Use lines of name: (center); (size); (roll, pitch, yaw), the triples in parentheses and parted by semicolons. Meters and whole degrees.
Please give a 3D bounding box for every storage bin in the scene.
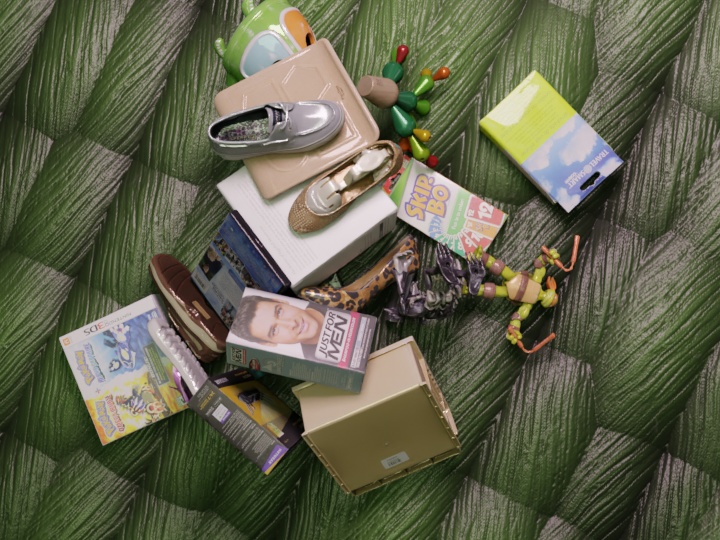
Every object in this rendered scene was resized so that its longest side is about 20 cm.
storage bin: (0.032, 0.232, 1.198); (0.200, 0.094, 0.199); (-24, 129, 6)

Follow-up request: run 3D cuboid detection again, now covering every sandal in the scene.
sandal: (-0.285, 0.168, 1.255); (0.050, 0.082, 0.203); (-33, 89, 4)

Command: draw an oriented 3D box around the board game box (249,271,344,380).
board game box: (-0.112, 0.078, 1.294); (0.200, 0.028, 0.136); (-25, 86, 7)

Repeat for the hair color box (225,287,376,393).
hair color box: (-0.085, 0.100, 1.134); (0.199, 0.061, 0.099); (12, 52, 2)

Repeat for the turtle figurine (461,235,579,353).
turtle figurine: (0.248, 0.016, 1.228); (0.161, 0.064, 0.200); (21, 102, -2)

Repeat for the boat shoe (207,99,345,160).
boat shoe: (-0.122, -0.205, 1.120); (0.200, 0.072, 0.070); (-13, 80, 4)

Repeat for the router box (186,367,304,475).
router box: (-0.165, 0.226, 1.211); (0.157, 0.200, 0.052); (39, 92, 6)

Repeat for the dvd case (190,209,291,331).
dvd case: (-0.191, 0.015, 1.218); (0.143, 0.018, 0.200); (52, 138, 8)

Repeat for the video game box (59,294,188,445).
video game box: (-0.386, 0.166, 1.320); (0.182, 0.047, 0.200); (-25, 86, 8)

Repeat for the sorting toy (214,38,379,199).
sorting toy: (-0.096, -0.226, 1.176); (0.200, 0.036, 0.185); (-29, 79, 1)

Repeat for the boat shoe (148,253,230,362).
boat shoe: (-0.296, 0.067, 1.298); (0.075, 0.075, 0.202); (-46, 73, 28)

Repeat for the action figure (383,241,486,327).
action figure: (0.110, 0.021, 1.191); (0.119, 0.200, 0.102); (8, 65, -21)

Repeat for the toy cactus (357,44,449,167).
toy cactus: (0.066, -0.265, 1.212); (0.102, 0.165, 0.201); (-10, 80, 39)

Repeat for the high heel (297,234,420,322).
high heel: (0.000, 0.000, 1.228); (0.200, 0.071, 0.143); (10, 96, -30)

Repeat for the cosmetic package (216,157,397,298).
cosmetic package: (-0.080, -0.099, 1.227); (0.200, 0.123, 0.200); (-36, 81, -7)

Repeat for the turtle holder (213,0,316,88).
turtle holder: (-0.151, -0.335, 1.250); (0.132, 0.141, 0.186); (42, 92, 5)

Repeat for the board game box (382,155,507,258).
board game box: (0.128, -0.100, 1.269); (0.200, 0.030, 0.096); (32, 93, 9)

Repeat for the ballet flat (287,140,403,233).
ballet flat: (-0.025, -0.128, 1.137); (0.200, 0.065, 0.071); (-39, 81, -5)

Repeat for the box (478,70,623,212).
box: (0.298, -0.201, 1.236); (0.122, 0.048, 0.200); (-43, 84, 5)
